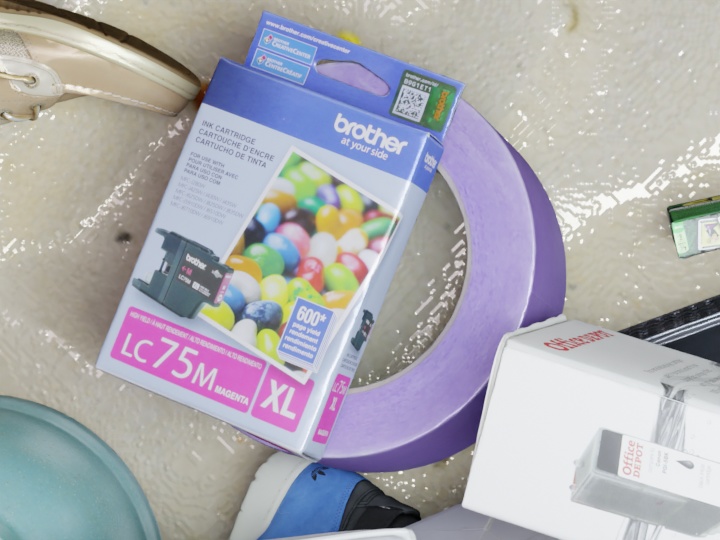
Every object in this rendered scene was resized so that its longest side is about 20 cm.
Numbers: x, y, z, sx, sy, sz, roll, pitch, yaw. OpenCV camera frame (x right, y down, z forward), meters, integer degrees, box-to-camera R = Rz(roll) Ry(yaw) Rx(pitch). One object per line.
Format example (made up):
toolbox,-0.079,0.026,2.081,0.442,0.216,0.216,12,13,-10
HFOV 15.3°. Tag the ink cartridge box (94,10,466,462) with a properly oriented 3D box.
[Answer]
ink cartridge box,-0.039,-0.021,1.319,0.119,0.042,0.201,21,85,17

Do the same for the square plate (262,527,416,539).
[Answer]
square plate,-0.065,0.209,1.350,0.199,0.028,0.199,-5,123,1

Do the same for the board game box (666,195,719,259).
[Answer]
board game box,0.255,-0.041,1.356,0.199,0.105,0.024,-13,96,7

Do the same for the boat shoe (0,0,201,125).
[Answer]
boat shoe,-0.184,-0.110,1.402,0.199,0.071,0.065,17,98,-7

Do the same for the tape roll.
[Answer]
tape roll,0.000,0.000,1.368,0.199,0.085,0.201,-3,79,14

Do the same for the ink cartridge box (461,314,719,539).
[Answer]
ink cartridge box,0.163,0.092,1.244,0.199,0.147,0.083,17,98,16

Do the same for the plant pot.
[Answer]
plant pot,-0.211,0.172,1.402,0.200,0.134,0.201,0,94,6

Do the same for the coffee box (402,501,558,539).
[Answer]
coffee box,0.092,0.223,1.351,0.080,0.113,0.201,-21,112,-18

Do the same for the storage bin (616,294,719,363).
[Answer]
storage bin,0.198,0.083,1.376,0.199,0.094,0.136,-20,92,6

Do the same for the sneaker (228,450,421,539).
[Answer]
sneaker,-0.029,0.202,1.401,0.111,0.077,0.200,23,90,31
